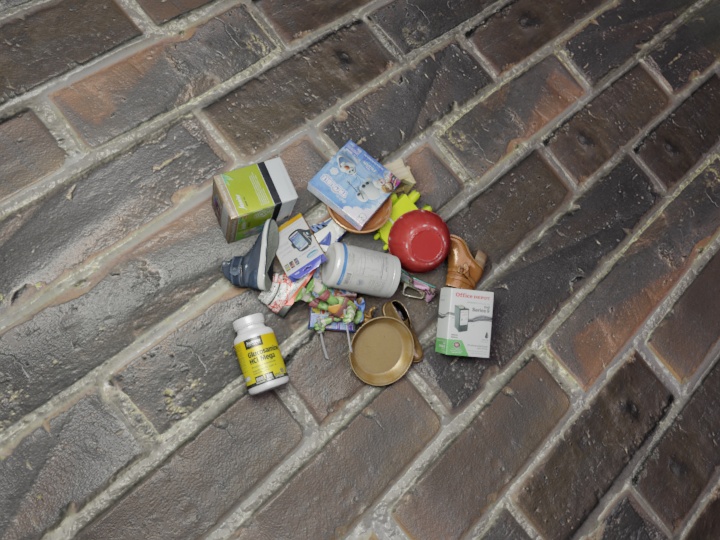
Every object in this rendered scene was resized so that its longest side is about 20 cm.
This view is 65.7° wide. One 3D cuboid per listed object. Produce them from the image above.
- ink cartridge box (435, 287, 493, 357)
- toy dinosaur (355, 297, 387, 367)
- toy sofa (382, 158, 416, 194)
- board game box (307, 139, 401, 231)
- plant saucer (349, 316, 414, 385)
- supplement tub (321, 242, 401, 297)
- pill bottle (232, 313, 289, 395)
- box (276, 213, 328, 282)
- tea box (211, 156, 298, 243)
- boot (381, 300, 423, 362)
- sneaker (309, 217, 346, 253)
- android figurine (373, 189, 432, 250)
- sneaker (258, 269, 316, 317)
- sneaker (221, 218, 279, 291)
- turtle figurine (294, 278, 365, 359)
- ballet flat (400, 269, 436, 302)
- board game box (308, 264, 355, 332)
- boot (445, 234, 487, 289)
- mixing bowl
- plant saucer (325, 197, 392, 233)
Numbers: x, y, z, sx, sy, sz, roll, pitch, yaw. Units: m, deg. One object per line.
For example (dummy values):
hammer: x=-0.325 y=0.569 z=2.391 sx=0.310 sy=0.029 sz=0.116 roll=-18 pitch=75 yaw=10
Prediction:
ink cartridge box: x=0.314 y=0.155 z=1.684 sx=0.145 sy=0.084 sz=0.201 roll=6 pitch=86 yaw=-14
toy dinosaur: x=0.028 y=0.174 z=1.640 sx=0.106 sy=0.060 sz=0.201 roll=-11 pitch=90 yaw=-9
toy sofa: x=0.064 y=-0.273 z=1.762 sx=0.199 sy=0.083 sz=0.098 roll=-22 pitch=77 yaw=-21
board game box: x=-0.017 y=-0.250 z=1.624 sx=0.200 sy=0.043 sz=0.199 roll=38 pitch=68 yaw=3
plant saucer: x=0.057 y=0.228 z=1.600 sx=0.199 sy=0.035 sz=0.201 roll=-2 pitch=97 yaw=-20
supplement tub: x=0.000 y=0.000 z=1.594 sx=0.199 sy=0.132 sz=0.132 roll=12 pitch=70 yaw=-23
pill bottle: x=-0.272 y=0.222 z=1.492 sx=0.112 sy=0.112 sz=0.201 roll=-17 pitch=79 yaw=-21
box: x=-0.174 y=-0.058 z=1.563 sx=0.119 sy=0.041 sz=0.200 roll=-33 pitch=55 yaw=2
tea box: x=-0.302 y=-0.194 z=1.563 sx=0.196 sy=0.200 sz=0.134 roll=-21 pitch=80 yaw=-20
boot: x=0.130 y=0.180 z=1.649 sx=0.073 sy=0.075 sz=0.200 roll=-26 pitch=84 yaw=-25
sneaker: x=-0.086 y=-0.095 z=1.671 sx=0.199 sy=0.081 sz=0.115 roll=-24 pitch=85 yaw=-15
android figurine: x=0.129 y=-0.151 z=1.738 sx=0.200 sy=0.041 sz=0.182 roll=-46 pitch=108 yaw=-4
sneaker: x=-0.205 y=0.023 z=1.580 sx=0.108 sy=0.067 sz=0.202 roll=34 pitch=85 yaw=-3
sneaker: x=-0.309 y=-0.049 z=1.547 sx=0.146 sy=0.077 sz=0.203 roll=4 pitch=78 yaw=20
turtle figurine: x=-0.087 y=0.126 z=1.512 sx=0.194 sy=0.144 sz=0.200 roll=36 pitch=84 yaw=-16
ballet flat: x=0.138 y=0.038 z=1.705 sx=0.200 sy=0.069 sz=0.071 roll=30 pitch=87 yaw=-7
board game box: x=-0.080 y=0.077 z=1.636 sx=0.135 sy=0.034 sz=0.201 roll=7 pitch=72 yaw=-15
boot: x=0.295 y=-0.020 z=1.764 sx=0.200 sy=0.074 sz=0.155 roll=27 pitch=74 yaw=-1
mixing bowl: x=0.188 y=-0.081 z=1.673 sx=0.199 sy=0.108 sz=0.201 roll=-1 pitch=99 yaw=-7
plant saucer: x=-0.007 y=-0.198 z=1.651 sx=0.199 sy=0.037 sz=0.201 roll=4 pitch=71 yaw=-11
